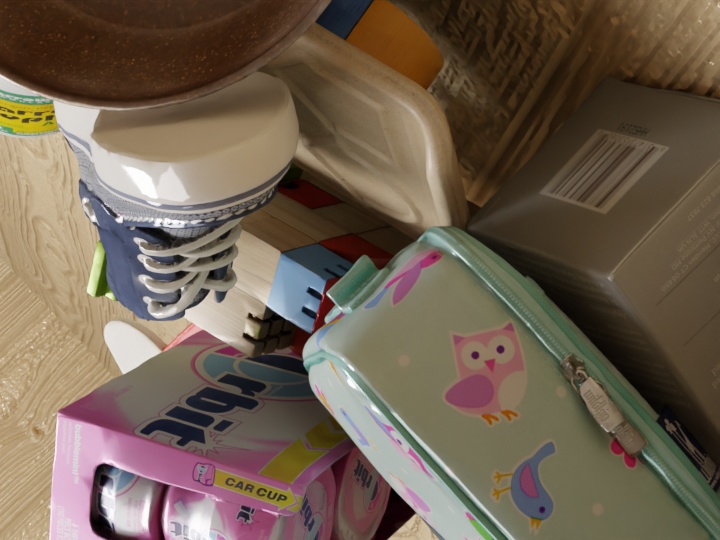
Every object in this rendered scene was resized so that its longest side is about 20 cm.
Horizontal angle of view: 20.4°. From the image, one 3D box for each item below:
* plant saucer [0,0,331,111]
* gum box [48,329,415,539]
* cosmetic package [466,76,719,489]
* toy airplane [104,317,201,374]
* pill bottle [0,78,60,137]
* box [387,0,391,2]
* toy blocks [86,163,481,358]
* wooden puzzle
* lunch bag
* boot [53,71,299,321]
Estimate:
[{"bbox_3d":[-0.073,-0.154,0.658,0.200,0.201,0.037,44,-160,13],"label":"plant saucer"},{"bbox_3d":[-0.039,0.077,0.865,0.113,0.200,0.067,13,109,21],"label":"gum box"},{"bbox_3d":[0.138,0.037,0.713,0.200,0.090,0.107,50,168,-26],"label":"cosmetic package"},{"bbox_3d":[-0.054,0.032,1.183,0.198,0.141,0.201,23,123,33],"label":"toy airplane"},{"bbox_3d":[-0.185,-0.146,1.129,0.113,0.113,0.200,47,167,-3],"label":"pill bottle"},{"bbox_3d":[-0.036,-0.143,0.803,0.082,0.049,0.200,50,167,-16],"label":"box"},{"bbox_3d":[0.000,0.000,0.880,0.136,0.101,0.199,30,-155,29],"label":"toy blocks"},{"bbox_3d":[-0.026,-0.081,0.764,0.200,0.046,0.185,38,171,16],"label":"wooden puzzle"},{"bbox_3d":[0.049,0.059,0.711,0.161,0.077,0.200,50,172,0],"label":"lunch bag"},{"bbox_3d":[-0.061,-0.022,0.721,0.200,0.072,0.091,-140,35,-70],"label":"boot"}]
